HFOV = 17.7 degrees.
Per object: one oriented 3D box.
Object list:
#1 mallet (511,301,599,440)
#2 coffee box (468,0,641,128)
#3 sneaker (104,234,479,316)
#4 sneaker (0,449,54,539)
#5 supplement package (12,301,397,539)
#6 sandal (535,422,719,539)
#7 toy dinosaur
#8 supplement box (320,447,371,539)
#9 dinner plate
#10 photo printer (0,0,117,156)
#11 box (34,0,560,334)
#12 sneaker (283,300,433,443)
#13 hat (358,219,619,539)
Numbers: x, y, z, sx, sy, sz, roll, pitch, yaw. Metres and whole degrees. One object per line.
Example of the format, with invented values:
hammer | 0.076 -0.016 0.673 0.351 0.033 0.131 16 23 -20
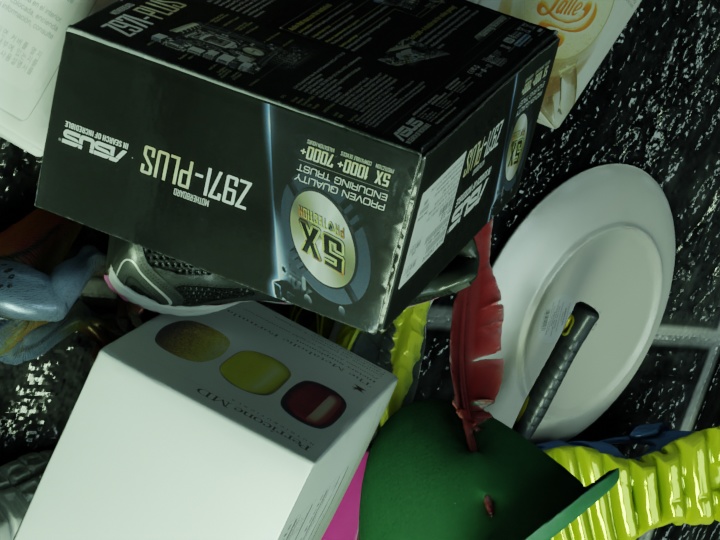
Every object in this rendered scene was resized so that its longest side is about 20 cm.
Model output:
mallet | 0.094 0.114 1.391 0.041 0.066 0.200 22 110 -20
coffee box | 0.060 -0.174 1.163 0.114 0.080 0.200 -57 141 -8
sneaker | -0.025 -0.018 1.082 0.200 0.086 0.081 -1 89 -42
sneaker | -0.178 0.146 1.155 0.200 0.078 0.091 4 125 -45
supplement package | -0.069 0.091 1.096 0.110 0.114 0.200 -64 174 12
sandal | 0.159 0.140 1.498 0.200 0.087 0.080 -4 97 -25
toy dinosaur | -0.197 0.033 1.079 0.181 0.200 0.105 -1 154 -25
supplement box | 0.009 0.153 1.294 0.200 0.101 0.104 23 78 -55
dinner plate | 0.140 0.029 1.457 0.200 0.024 0.201 -24 127 -36
photo printer | -0.149 -0.170 0.985 0.166 0.069 0.200 31 88 -46
box | -0.023 -0.068 1.020 0.200 0.163 0.086 -45 152 -61
sneaker | 0.000 0.000 1.254 0.074 0.085 0.200 47 54 -38
hat | 0.020 0.078 1.165 0.166 0.176 0.200 -38 174 27
